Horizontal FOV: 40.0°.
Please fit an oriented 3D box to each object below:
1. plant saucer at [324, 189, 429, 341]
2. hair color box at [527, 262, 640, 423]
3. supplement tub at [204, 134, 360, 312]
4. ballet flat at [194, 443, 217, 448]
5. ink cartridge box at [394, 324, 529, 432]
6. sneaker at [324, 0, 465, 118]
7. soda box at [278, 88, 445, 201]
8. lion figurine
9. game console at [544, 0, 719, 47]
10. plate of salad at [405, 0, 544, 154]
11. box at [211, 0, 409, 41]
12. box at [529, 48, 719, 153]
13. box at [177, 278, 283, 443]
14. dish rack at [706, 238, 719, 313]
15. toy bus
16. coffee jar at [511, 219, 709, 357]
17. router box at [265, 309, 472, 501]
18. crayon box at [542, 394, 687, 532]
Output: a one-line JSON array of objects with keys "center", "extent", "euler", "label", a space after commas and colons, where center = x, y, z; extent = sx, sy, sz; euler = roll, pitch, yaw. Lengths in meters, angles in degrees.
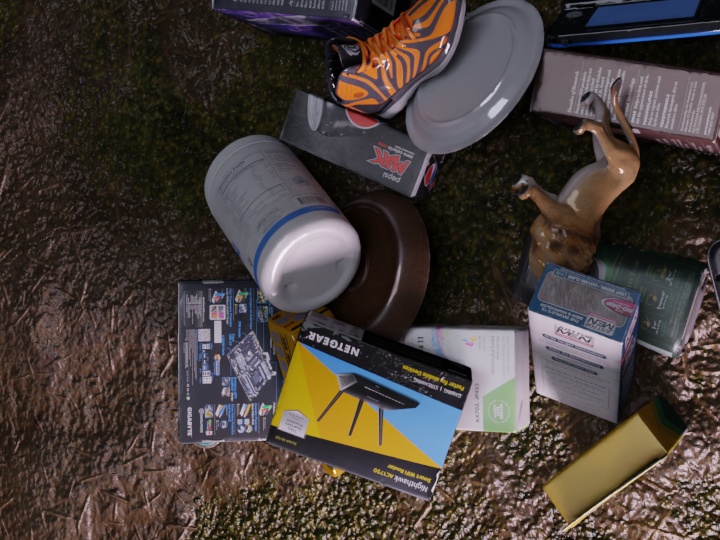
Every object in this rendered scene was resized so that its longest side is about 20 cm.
[{"center": [0.000, 0.000, 1.184], "extent": [0.198, 0.034, 0.205], "euler": [-14, 70, 45], "label": "plant saucer"}, {"center": [0.233, 0.079, 1.028], "extent": [0.098, 0.201, 0.061], "euler": [19, 66, 22], "label": "hair color box"}, {"center": [-0.095, -0.058, 1.181], "extent": [0.133, 0.131, 0.201], "euler": [-54, 44, 15], "label": "supplement tub"}, {"center": [-0.188, 0.128, 1.295], "extent": [0.067, 0.067, 0.205], "euler": [9, 87, -8], "label": "ballet flat"}, {"center": [0.095, 0.124, 1.162], "extent": [0.196, 0.067, 0.120], "euler": [-1, 90, 25], "label": "ink cartridge box"}, {"center": [0.030, -0.248, 1.108], "extent": [0.201, 0.110, 0.079], "euler": [-51, 47, 40], "label": "sneaker"}, {"center": [0.002, -0.154, 1.210], "extent": [0.197, 0.063, 0.072], "euler": [25, 100, 22], "label": "soda box"}, {"center": [0.231, -0.082, 1.005], "extent": [0.122, 0.073, 0.201], "euler": [39, 99, -15], "label": "lion figurine"}, {"center": [0.301, -0.321, 1.048], "extent": [0.196, 0.171, 0.120], "euler": [0, 116, 25], "label": "game console"}, {"center": [0.131, -0.216, 1.120], "extent": [0.198, 0.048, 0.203], "euler": [-29, 44, 33], "label": "plate of salad"}, {"center": [-0.057, -0.343, 1.193], "extent": [0.196, 0.147, 0.107], "euler": [11, 94, 25], "label": "box"}, {"center": [0.290, -0.181, 1.057], "extent": [0.197, 0.100, 0.077], "euler": [16, 96, 24], "label": "box"}, {"center": [-0.152, 0.112, 1.244], "extent": [0.155, 0.046, 0.205], "euler": [-1, 90, -12], "label": "box"}, {"center": [0.465, 0.021, 1.003], "extent": [0.197, 0.054, 0.157], "euler": [-16, 85, 22], "label": "dish rack"}, {"center": [-0.048, 0.144, 1.194], "extent": [0.078, 0.065, 0.203], "euler": [18, 129, 50], "label": "toy bus"}, {"center": [0.267, 0.014, 1.074], "extent": [0.197, 0.085, 0.106], "euler": [20, 98, 23], "label": "coffee jar"}, {"center": [0.010, 0.150, 1.104], "extent": [0.196, 0.051, 0.152], "euler": [19, 103, 1], "label": "router box"}, {"center": [0.262, 0.193, 1.013], "extent": [0.127, 0.199, 0.051], "euler": [-42, 74, 18], "label": "crayon box"}]
